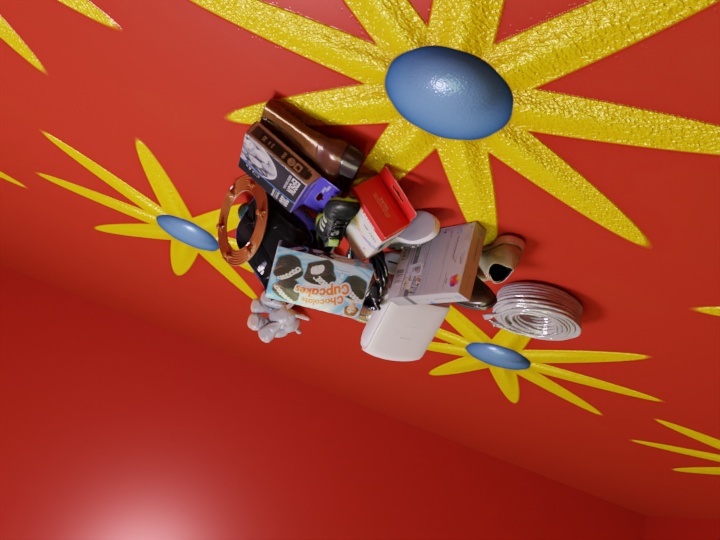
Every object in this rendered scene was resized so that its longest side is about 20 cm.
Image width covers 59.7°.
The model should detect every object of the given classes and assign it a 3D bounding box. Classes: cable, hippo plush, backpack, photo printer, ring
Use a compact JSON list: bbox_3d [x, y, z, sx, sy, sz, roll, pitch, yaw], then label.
[{"bbox_3d":[0.000,0.000,1.444,0.050,0.165,0.200,-8,-164,-24],"label":"cable"},{"bbox_3d":[-0.266,0.144,2.080,0.199,0.160,0.161,-28,167,6],"label":"hippo plush"},{"bbox_3d":[-0.169,-0.063,1.384,0.200,0.183,0.147,47,-161,25],"label":"backpack"},{"bbox_3d":[0.403,0.096,1.428,0.198,0.070,0.200,22,157,-7],"label":"cable"},{"bbox_3d":[0.100,0.130,1.484,0.165,0.070,0.201,13,122,-23],"label":"photo printer"},{"bbox_3d":[-0.263,-0.110,1.364,0.019,0.203,0.199,11,169,-42],"label":"ring"}]

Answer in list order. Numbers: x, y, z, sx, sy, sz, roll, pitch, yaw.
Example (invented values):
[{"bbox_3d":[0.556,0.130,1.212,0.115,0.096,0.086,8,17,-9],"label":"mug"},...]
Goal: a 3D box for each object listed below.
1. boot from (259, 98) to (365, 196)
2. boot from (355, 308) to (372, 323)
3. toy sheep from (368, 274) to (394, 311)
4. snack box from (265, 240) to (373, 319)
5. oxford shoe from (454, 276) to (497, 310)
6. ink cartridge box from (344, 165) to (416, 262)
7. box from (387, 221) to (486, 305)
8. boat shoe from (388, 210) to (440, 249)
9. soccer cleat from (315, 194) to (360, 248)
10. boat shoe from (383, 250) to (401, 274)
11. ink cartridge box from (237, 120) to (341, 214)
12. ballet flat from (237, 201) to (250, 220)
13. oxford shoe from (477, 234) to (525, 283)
[{"bbox_3d":[-0.105,-0.214,1.161,0.199,0.069,0.188,28,166,-6],"label":"boot"},{"bbox_3d":[0.055,0.098,1.732,0.198,0.073,0.155,13,158,5],"label":"boot"},{"bbox_3d":[0.080,0.058,1.552,0.198,0.139,0.138,12,160,-15],"label":"toy sheep"},{"bbox_3d":[-0.084,0.020,1.277,0.198,0.117,0.037,14,-157,-9],"label":"snack box"},{"bbox_3d":[0.209,0.016,1.324,0.200,0.072,0.085,39,154,45],"label":"oxford shoe"},{"bbox_3d":[0.024,-0.106,1.224,0.117,0.067,0.200,57,157,6],"label":"ink cartridge box"},{"bbox_3d":[0.154,-0.010,1.282,0.041,0.157,0.199,31,155,-32],"label":"box"},{"bbox_3d":[0.104,-0.073,1.302,0.066,0.071,0.199,25,159,-33],"label":"boat shoe"},{"bbox_3d":[-0.044,-0.090,1.193,0.067,0.082,0.200,4,171,-15],"label":"soccer cleat"},{"bbox_3d":[0.134,-0.004,1.454,0.198,0.074,0.067,24,-174,-12],"label":"boat shoe"},{"bbox_3d":[-0.143,-0.178,1.209,0.199,0.044,0.198,39,164,-6],"label":"ink cartridge box"},{"bbox_3d":[-0.199,-0.110,1.504,0.199,0.071,0.065,28,-176,-12],"label":"ballet flat"},{"bbox_3d":[0.270,-0.007,1.296,0.070,0.074,0.200,21,158,-3],"label":"oxford shoe"}]
